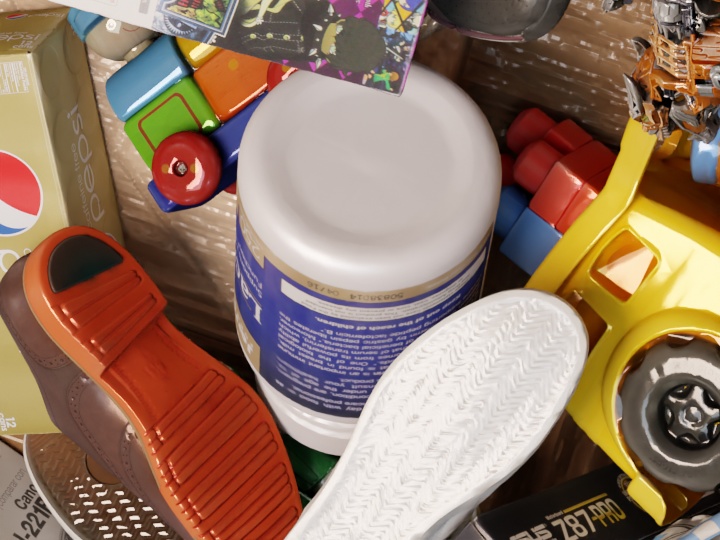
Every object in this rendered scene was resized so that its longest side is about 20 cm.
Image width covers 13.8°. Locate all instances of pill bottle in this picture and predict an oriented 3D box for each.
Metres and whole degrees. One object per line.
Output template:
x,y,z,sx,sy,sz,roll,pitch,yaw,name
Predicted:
0.000,0.000,1.349,0.115,0.116,0.200,17,151,7,pill bottle

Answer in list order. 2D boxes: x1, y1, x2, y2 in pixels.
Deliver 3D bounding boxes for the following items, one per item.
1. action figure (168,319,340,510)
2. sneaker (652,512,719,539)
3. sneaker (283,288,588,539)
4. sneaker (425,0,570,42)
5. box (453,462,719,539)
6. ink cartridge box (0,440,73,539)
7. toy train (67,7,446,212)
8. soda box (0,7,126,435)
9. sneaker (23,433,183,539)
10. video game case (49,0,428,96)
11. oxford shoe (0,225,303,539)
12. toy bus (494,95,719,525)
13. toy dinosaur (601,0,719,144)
-0.032,0.092,1.460,0.200,0.118,0.055,38,91,7,action figure
0.162,0.131,1.327,0.072,0.073,0.200,20,154,-8,sneaker
0.036,0.081,1.341,0.074,0.116,0.200,43,105,8,sneaker
-0.009,-0.155,1.279,0.200,0.115,0.076,36,119,32,sneaker
0.070,0.164,1.399,0.049,0.200,0.161,47,119,18,box
-0.160,0.188,1.501,0.200,0.144,0.084,35,116,-3,ink cartridge box
-0.036,-0.124,1.372,0.200,0.085,0.116,-36,84,18,toy train
-0.158,-0.023,1.447,0.064,0.068,0.201,-2,114,16,soda box
-0.086,0.137,1.503,0.200,0.085,0.073,35,82,19,sneaker
-0.045,-0.182,1.203,0.180,0.036,0.201,15,125,0,video game case
-0.098,0.071,1.406,0.072,0.071,0.200,-28,98,51,oxford shoe
0.148,-0.018,1.347,0.192,0.136,0.200,42,116,11,toy bus
0.172,-0.117,1.206,0.135,0.103,0.200,20,158,0,toy dinosaur
